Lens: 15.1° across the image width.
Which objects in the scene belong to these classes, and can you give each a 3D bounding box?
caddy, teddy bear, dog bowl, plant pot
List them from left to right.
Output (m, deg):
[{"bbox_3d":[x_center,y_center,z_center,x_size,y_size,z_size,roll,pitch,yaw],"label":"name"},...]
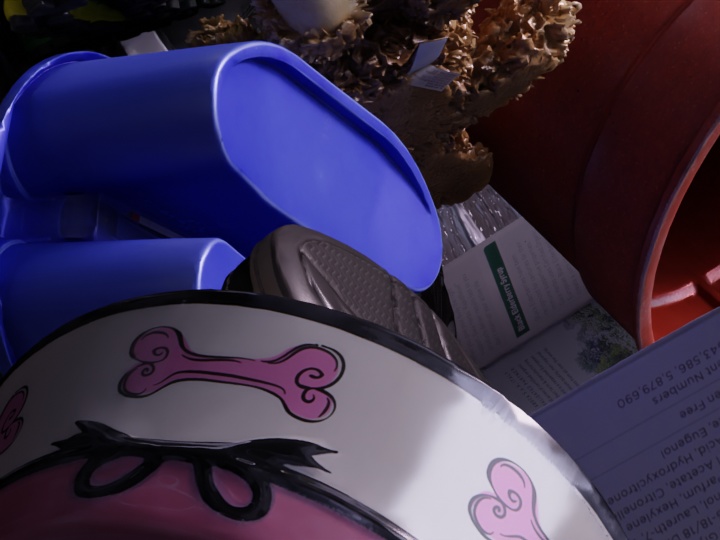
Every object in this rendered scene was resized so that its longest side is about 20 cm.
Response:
[{"bbox_3d":[-0.054,0.005,0.922,0.200,0.105,0.142,35,55,-54],"label":"caddy"},{"bbox_3d":[-0.026,0.106,0.710,0.200,0.200,0.074,54,37,-20],"label":"dog bowl"},{"bbox_3d":[0.005,-0.085,0.995,0.067,0.145,0.200,65,7,23],"label":"teddy bear"},{"bbox_3d":[0.119,-0.085,1.116,0.195,0.201,0.201,40,5,33],"label":"plant pot"}]

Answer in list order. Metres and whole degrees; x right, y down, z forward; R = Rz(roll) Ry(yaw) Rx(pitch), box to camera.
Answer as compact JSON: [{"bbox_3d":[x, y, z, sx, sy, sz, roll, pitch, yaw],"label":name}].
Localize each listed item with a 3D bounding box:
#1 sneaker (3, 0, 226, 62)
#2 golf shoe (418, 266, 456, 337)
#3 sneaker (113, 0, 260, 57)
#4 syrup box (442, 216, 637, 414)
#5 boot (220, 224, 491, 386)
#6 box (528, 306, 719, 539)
[{"bbox_3d":[-0.095,-0.127,0.972,0.200,0.078,0.085,136,-62,-86],"label":"sneaker"},{"bbox_3d":[0.000,0.000,1.152,0.200,0.078,0.095,-83,158,-60],"label":"golf shoe"},{"bbox_3d":[-0.075,-0.164,1.142,0.066,0.090,0.200,38,28,-52],"label":"sneaker"},{"bbox_3d":[0.125,0.004,1.246,0.079,0.200,0.082,46,17,-38],"label":"syrup box"},{"bbox_3d":[-0.020,0.084,0.804,0.200,0.150,0.073,47,23,-41],"label":"boot"},{"bbox_3d":[0.125,0.123,1.065,0.199,0.200,0.131,21,41,-64],"label":"box"}]
